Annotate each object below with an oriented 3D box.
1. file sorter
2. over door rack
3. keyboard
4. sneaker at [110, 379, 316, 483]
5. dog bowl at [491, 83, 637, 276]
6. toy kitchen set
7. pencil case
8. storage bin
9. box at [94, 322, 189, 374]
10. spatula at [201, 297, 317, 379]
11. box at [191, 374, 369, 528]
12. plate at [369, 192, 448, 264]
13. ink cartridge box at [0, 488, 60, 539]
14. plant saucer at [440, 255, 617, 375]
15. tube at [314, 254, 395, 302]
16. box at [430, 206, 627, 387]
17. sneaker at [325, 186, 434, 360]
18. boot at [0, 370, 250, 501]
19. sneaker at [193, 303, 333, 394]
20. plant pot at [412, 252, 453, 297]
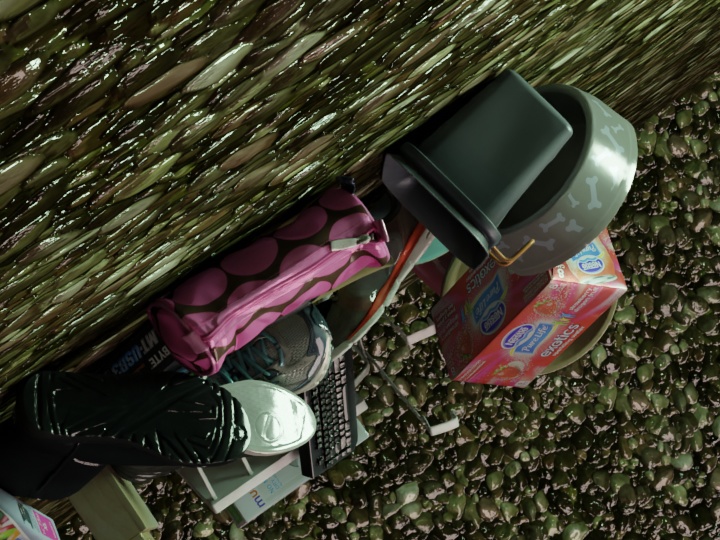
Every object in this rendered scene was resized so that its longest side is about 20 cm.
[{"bbox_3d":[-0.126,0.131,1.834,0.200,0.125,0.139,-34,-145,-15],"label":"file sorter"},{"bbox_3d":[0.011,0.084,1.853,0.067,0.200,0.148,-33,131,-22],"label":"over door rack"},{"bbox_3d":[-0.053,0.130,1.760,0.127,0.021,0.200,-27,127,-31],"label":"keyboard"},{"bbox_3d":[-0.145,0.150,1.582,0.200,0.071,0.099,-2,162,-31],"label":"sneaker"},{"bbox_3d":[0.172,-0.095,1.670,0.200,0.059,0.200,-30,-138,31],"label":"dog bowl"},{"bbox_3d":[-0.292,0.252,1.599,0.180,0.200,0.163,-35,175,-6],"label":"toy kitchen set"},{"bbox_3d":[-0.072,0.009,1.407,0.200,0.091,0.094,-35,-153,-17],"label":"pencil case"},{"bbox_3d":[0.117,-0.089,1.539,0.134,0.146,0.200,-45,176,-3],"label":"storage bin"},{"bbox_3d":[-0.151,0.058,1.599,0.198,0.050,0.200,-40,173,40],"label":"box"},{"bbox_3d":[-0.119,0.072,1.537,0.200,0.021,0.057,-36,167,1],"label":"spatula"},{"bbox_3d":[-0.123,0.164,1.971,0.176,0.200,0.097,-33,175,-16],"label":"box"},{"bbox_3d":[0.084,-0.060,1.798,0.200,0.026,0.200,-29,154,-16],"label":"plate"},{"bbox_3d":[-0.343,0.222,1.420,0.119,0.042,0.200,-31,149,3],"label":"ink cartridge box"},{"bbox_3d":[0.185,0.023,1.890,0.200,0.200,0.029,-36,-158,8],"label":"plant saucer"},{"bbox_3d":[-0.036,-0.005,1.649,0.200,0.058,0.052,-35,-140,54],"label":"tube"},{"bbox_3d":[0.171,0.031,1.770,0.100,0.096,0.200,7,143,-30],"label":"box"},{"bbox_3d":[0.000,0.000,1.709,0.200,0.082,0.077,-55,-176,-4],"label":"sneaker"},{"bbox_3d":[-0.211,0.142,1.432,0.200,0.076,0.168,8,155,-22],"label":"boot"},{"bbox_3d":[-0.105,0.101,1.620,0.086,0.078,0.200,-15,159,-50],"label":"sneaker"},{"bbox_3d":[0.141,-0.033,1.981,0.200,0.179,0.200,-36,176,-3],"label":"plant pot"}]
